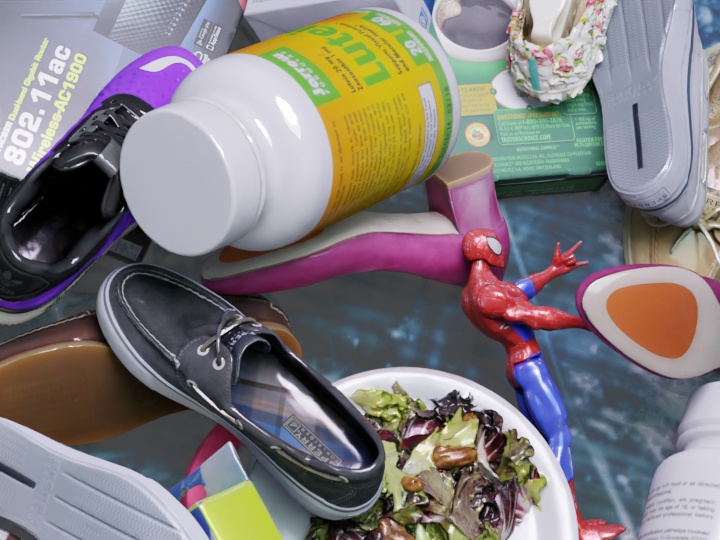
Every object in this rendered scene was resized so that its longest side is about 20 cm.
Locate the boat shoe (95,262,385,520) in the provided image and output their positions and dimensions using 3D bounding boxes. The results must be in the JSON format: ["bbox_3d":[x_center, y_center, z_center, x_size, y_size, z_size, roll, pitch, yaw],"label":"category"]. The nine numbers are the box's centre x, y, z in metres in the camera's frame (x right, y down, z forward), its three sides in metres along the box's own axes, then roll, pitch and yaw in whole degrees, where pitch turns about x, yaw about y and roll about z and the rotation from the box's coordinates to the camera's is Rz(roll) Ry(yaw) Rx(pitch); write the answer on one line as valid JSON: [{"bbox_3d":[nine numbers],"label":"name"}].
[{"bbox_3d":[-0.064,0.059,1.339,0.200,0.066,0.070,44,61,10],"label":"boat shoe"}]

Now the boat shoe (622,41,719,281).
[{"bbox_3d":[0.219,-0.063,1.543,0.073,0.063,0.201,17,68,-9],"label":"boat shoe"}]

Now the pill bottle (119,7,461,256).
[{"bbox_3d":[-0.041,-0.075,1.355,0.200,0.111,0.111,-26,78,-49],"label":"pill bottle"}]

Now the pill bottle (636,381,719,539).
[{"bbox_3d":[0.220,0.176,1.432,0.113,0.113,0.201,20,67,-7],"label":"pill bottle"}]

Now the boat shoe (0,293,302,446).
[{"bbox_3d":[-0.137,0.053,1.412,0.199,0.071,0.070,-7,33,-21],"label":"boat shoe"}]

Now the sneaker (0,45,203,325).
[{"bbox_3d":[-0.142,-0.056,1.355,0.070,0.100,0.200,38,67,-3],"label":"sneaker"}]

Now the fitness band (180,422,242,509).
[{"bbox_3d":[-0.016,0.163,1.419,0.200,0.037,0.144,42,64,1],"label":"fitness band"}]

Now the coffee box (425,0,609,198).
[{"bbox_3d":[0.088,-0.145,1.547,0.123,0.044,0.201,-6,73,-17],"label":"coffee box"}]

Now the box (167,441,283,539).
[{"bbox_3d":[-0.069,0.211,1.337,0.048,0.122,0.200,-20,77,-43],"label":"box"}]

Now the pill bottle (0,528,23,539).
[{"bbox_3d":[-0.251,0.175,1.309,0.200,0.109,0.109,27,67,-5],"label":"pill bottle"}]

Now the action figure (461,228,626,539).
[{"bbox_3d":[0.127,0.058,1.451,0.099,0.065,0.201,-25,94,-12],"label":"action figure"}]

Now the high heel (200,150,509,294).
[{"bbox_3d":[0.000,0.000,1.459,0.200,0.067,0.096,-23,124,-22],"label":"high heel"}]

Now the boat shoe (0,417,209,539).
[{"bbox_3d":[-0.140,0.133,1.308,0.200,0.062,0.072,30,99,33],"label":"boat shoe"}]

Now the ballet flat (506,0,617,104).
[{"bbox_3d":[0.137,-0.200,1.513,0.075,0.064,0.201,3,65,19],"label":"ballet flat"}]

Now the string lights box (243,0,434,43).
[{"bbox_3d":[0.001,-0.226,1.499,0.102,0.059,0.201,-6,54,25],"label":"string lights box"}]

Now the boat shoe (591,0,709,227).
[{"bbox_3d":[0.185,-0.117,1.519,0.067,0.073,0.201,38,48,-46],"label":"boat shoe"}]

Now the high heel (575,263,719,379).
[{"bbox_3d":[0.192,0.030,1.462,0.200,0.096,0.068,18,93,-33],"label":"high heel"}]

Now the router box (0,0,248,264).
[{"bbox_3d":[-0.165,-0.122,1.461,0.149,0.062,0.201,22,68,-6],"label":"router box"}]

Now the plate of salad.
[{"bbox_3d":[0.030,0.150,1.380,0.199,0.048,0.201,2,73,-7],"label":"plate of salad"}]
